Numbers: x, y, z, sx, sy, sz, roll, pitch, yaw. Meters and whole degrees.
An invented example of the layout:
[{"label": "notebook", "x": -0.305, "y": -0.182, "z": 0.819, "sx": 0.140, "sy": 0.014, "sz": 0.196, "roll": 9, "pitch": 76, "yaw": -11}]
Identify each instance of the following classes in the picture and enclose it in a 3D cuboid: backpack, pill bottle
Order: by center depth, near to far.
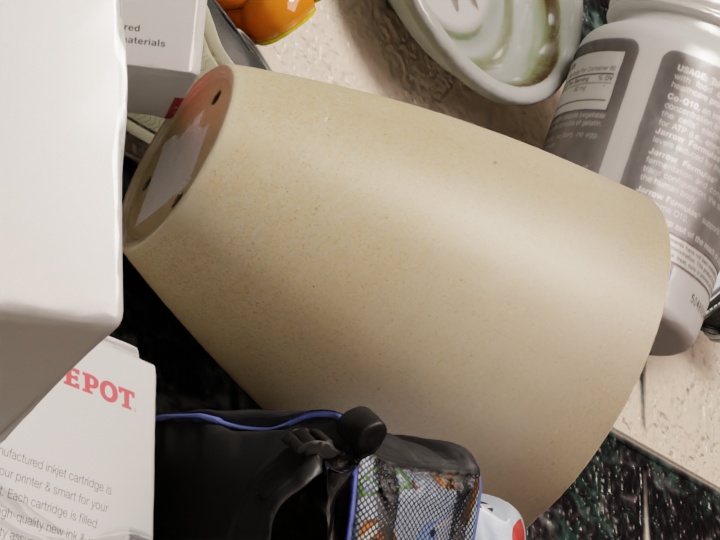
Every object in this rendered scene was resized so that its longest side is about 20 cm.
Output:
[{"label": "backpack", "x": -0.029, "y": 0.159, "z": 1.133, "sx": 0.154, "sy": 0.200, "sz": 0.191, "roll": 18, "pitch": 76, "yaw": -33}, {"label": "pill bottle", "x": 0.158, "y": -0.065, "z": 1.511, "sx": 0.114, "sy": 0.114, "sz": 0.200, "roll": 35, "pitch": 69, "yaw": -43}]

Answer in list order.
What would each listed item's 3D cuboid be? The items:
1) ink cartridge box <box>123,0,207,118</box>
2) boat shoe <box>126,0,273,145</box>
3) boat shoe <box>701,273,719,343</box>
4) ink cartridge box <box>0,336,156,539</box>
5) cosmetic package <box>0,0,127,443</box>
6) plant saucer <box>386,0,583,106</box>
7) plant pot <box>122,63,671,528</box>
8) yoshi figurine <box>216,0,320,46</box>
[{"label": "ink cartridge box", "x": -0.102, "y": -0.173, "z": 1.149, "sx": 0.147, "sy": 0.083, "sz": 0.201, "roll": 152, "pitch": -56, "yaw": -81}, {"label": "boat shoe", "x": -0.087, "y": -0.094, "z": 1.277, "sx": 0.200, "sy": 0.072, "sz": 0.068, "roll": 45, "pitch": 4, "yaw": -27}, {"label": "boat shoe", "x": 0.222, "y": 0.007, "z": 1.663, "sx": 0.200, "sy": 0.072, "sz": 0.071, "roll": -33, "pitch": 99, "yaw": -58}, {"label": "ink cartridge box", "x": -0.154, "y": 0.115, "z": 1.052, "sx": 0.145, "sy": 0.083, "sz": 0.201, "roll": 27, "pitch": 54, "yaw": -48}, {"label": "cosmetic package", "x": -0.195, "y": -0.042, "z": 0.920, "sx": 0.199, "sy": 0.165, "sz": 0.165, "roll": 7, "pitch": 68, "yaw": -23}, {"label": "plant saucer", "x": 0.049, "y": -0.181, "z": 1.511, "sx": 0.200, "sy": 0.050, "sz": 0.201, "roll": 30, "pitch": 52, "yaw": -47}, {"label": "plant pot", "x": 0.000, "y": 0.000, "z": 1.219, "sx": 0.200, "sy": 0.187, "sz": 0.188, "roll": 30, "pitch": 50, "yaw": -21}, {"label": "yoshi figurine", "x": -0.059, "y": -0.211, "z": 1.281, "sx": 0.200, "sy": 0.112, "sz": 0.112, "roll": 60, "pitch": 11, "yaw": -12}]
